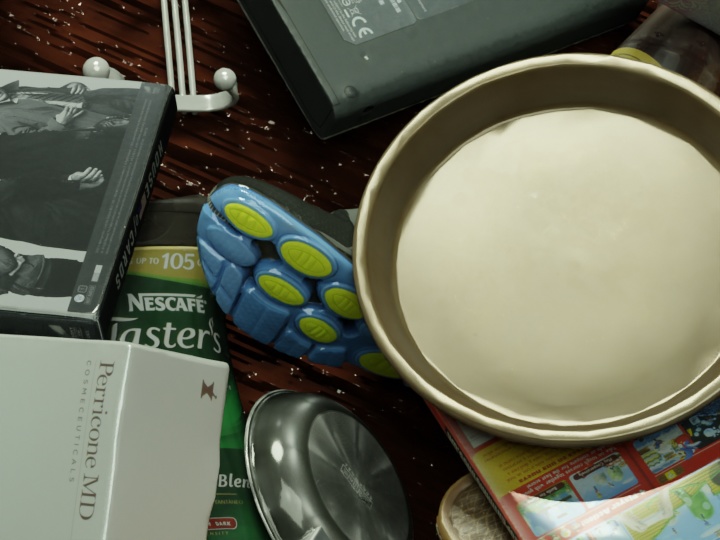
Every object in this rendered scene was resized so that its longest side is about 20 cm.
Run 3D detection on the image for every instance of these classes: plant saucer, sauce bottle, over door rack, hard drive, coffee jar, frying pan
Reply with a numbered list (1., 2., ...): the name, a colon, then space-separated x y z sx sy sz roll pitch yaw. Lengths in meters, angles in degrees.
1. plant saucer: 0.097 -0.007 1.310 0.200 0.029 0.200 -3 63 6
2. sauce bottle: 0.144 -0.077 1.455 0.066 0.066 0.200 24 66 3
3. over door rack: -0.165 -0.148 1.442 0.200 0.067 0.148 -4 68 -8
4. hard drive: 0.033 -0.160 1.465 0.200 0.033 0.140 -22 73 -28
5. coffee jar: -0.102 0.061 1.354 0.104 0.085 0.200 -3 69 -21
6. frying pan: -0.028 0.109 1.312 0.031 0.190 0.115 -29 84 26

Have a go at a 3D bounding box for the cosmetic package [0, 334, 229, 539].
1. cosmetic package: -0.160 0.081 1.281 0.200 0.071 0.102 1 81 37

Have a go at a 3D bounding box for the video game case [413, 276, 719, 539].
1. video game case: 0.119 0.068 1.295 0.143 0.017 0.200 -27 57 -9

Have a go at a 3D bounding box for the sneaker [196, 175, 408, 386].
1. sneaker: 0.001 0.000 1.375 0.199 0.071 0.083 22 46 -36

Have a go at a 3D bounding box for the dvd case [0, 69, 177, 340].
1. dvd case: -0.198 -0.036 1.336 0.200 0.025 0.150 5 49 10

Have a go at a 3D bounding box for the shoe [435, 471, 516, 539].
1. shoe: 0.130 0.096 1.320 0.200 0.053 0.070 -18 52 -5

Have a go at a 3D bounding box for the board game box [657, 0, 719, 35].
1. board game box: 0.249 -0.150 1.382 0.199 0.200 0.041 24 65 -31
